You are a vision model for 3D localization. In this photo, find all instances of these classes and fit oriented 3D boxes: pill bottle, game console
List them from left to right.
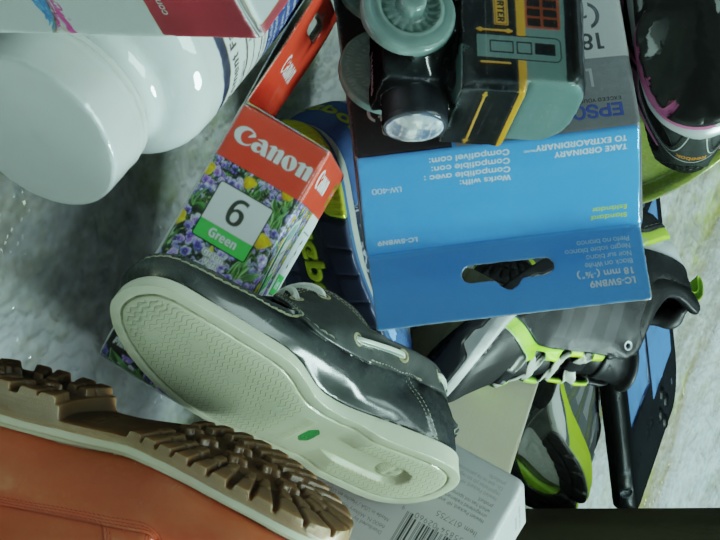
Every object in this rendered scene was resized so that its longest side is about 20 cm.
[{"bbox_3d":[-0.093,-0.124,1.056,0.200,0.111,0.111,-55,138,-36],"label":"pill bottle"},{"bbox_3d":[0.179,0.033,1.541,0.177,0.031,0.201,-65,148,-62],"label":"game console"}]

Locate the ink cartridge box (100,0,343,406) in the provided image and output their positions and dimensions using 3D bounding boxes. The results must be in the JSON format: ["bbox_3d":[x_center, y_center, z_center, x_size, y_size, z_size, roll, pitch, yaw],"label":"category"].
[{"bbox_3d":[-0.047,-0.032,1.113,0.200,0.050,0.109,-60,176,-1],"label":"ink cartridge box"}]

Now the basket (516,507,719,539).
[{"bbox_3d":[0.157,0.218,1.434,0.136,0.199,0.181,6,90,-57],"label":"basket"}]

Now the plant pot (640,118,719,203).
[{"bbox_3d":[0.119,-0.169,1.339,0.190,0.200,0.200,44,59,-36],"label":"plant pot"}]

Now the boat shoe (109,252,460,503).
[{"bbox_3d":[-0.032,0.039,1.054,0.200,0.072,0.068,32,52,-36],"label":"boat shoe"}]

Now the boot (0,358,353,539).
[{"bbox_3d":[-0.097,0.114,1.022,0.075,0.199,0.108,5,100,-63],"label":"boot"}]

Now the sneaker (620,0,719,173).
[{"bbox_3d":[0.160,-0.139,1.227,0.086,0.080,0.201,95,1,-59],"label":"sneaker"}]

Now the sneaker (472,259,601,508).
[{"bbox_3d":[0.108,0.057,1.461,0.081,0.074,0.200,-64,150,-44],"label":"sneaker"}]

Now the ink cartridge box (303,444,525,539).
[{"bbox_3d":[-0.018,0.167,1.122,0.200,0.116,0.068,-57,165,-18],"label":"ink cartridge box"}]

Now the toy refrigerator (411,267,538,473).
[{"bbox_3d":[0.047,0.106,1.311,0.070,0.076,0.200,27,56,-10],"label":"toy refrigerator"}]

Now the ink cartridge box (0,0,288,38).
[{"bbox_3d":[-0.101,-0.171,0.952,0.146,0.199,0.083,-59,138,-32],"label":"ink cartridge box"}]

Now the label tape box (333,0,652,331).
[{"bbox_3d":[0.065,-0.081,1.181,0.063,0.144,0.201,85,-2,-67],"label":"label tape box"}]

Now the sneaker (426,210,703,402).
[{"bbox_3d":[0.120,0.033,1.293,0.200,0.072,0.083,-31,81,-34],"label":"sneaker"}]

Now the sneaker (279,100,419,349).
[{"bbox_3d":[0.000,0.000,1.265,0.082,0.074,0.201,-41,131,-49],"label":"sneaker"}]

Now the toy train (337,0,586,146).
[{"bbox_3d":[0.049,-0.151,1.137,0.085,0.114,0.201,113,-21,-62],"label":"toy train"}]
